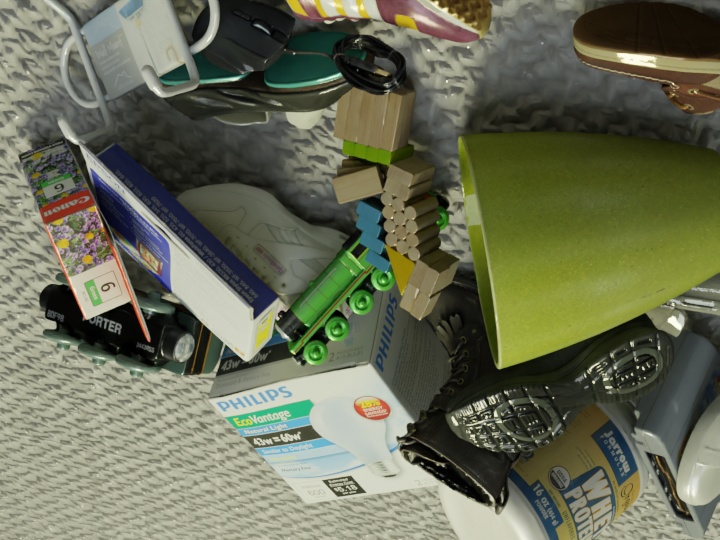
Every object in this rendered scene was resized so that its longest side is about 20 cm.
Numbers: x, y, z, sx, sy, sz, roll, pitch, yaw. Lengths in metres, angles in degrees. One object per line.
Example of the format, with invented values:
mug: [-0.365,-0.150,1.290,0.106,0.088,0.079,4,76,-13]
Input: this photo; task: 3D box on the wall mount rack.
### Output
wall mount rack: [-0.208,-0.202,0.761,0.198,0.074,0.176,-17,98,38]

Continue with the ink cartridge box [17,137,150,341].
ink cartridge box: [-0.248,-0.023,0.870,0.050,0.200,0.110,-22,130,-14]

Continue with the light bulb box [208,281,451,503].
light bulb box: [-0.016,0.126,1.015,0.196,0.126,0.201,-15,131,28]

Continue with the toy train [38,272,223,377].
toy train: [-0.232,0.054,0.989,0.197,0.087,0.113,14,-179,30]

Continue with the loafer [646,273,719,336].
loafer: [0.273,0.024,0.869,0.196,0.070,0.071,-1,91,15]

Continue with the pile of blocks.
pile of blocks: [0.030,-0.063,0.825,0.081,0.062,0.204,-8,98,31]

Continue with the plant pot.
plant pot: [0.190,-0.031,0.783,0.196,0.189,0.189,-9,134,3]

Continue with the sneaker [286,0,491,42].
sneaker: [0.000,-0.214,0.712,0.198,0.076,0.090,30,143,-7]

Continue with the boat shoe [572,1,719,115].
boat shoe: [0.250,-0.144,0.717,0.196,0.073,0.073,5,135,0]

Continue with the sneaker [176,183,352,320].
sneaker: [-0.085,-0.013,0.906,0.197,0.101,0.075,23,148,-9]

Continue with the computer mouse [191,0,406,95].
computer mouse: [-0.051,-0.171,0.731,0.198,0.059,0.034,18,152,29]

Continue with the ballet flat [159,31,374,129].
ballet flat: [-0.071,-0.152,0.796,0.197,0.069,0.069,4,147,25]

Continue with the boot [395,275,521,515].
boot: [0.088,0.106,0.901,0.199,0.174,0.070,34,145,20]

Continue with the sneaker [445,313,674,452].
sneaker: [0.164,0.087,0.840,0.197,0.091,0.077,-22,123,5]

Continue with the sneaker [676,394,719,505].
sneaker: [0.369,0.141,0.886,0.201,0.085,0.073,-51,131,0]

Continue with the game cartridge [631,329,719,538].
game cartridge: [0.325,0.156,0.956,0.041,0.134,0.201,15,150,44]

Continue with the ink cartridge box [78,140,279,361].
ink cartridge box: [-0.155,-0.019,0.859,0.197,0.047,0.200,43,159,6]

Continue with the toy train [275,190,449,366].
toy train: [0.000,0.000,0.870,0.056,0.042,0.200,43,91,-15]

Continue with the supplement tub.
supplement tub: [0.190,0.196,0.959,0.144,0.199,0.146,42,151,31]
